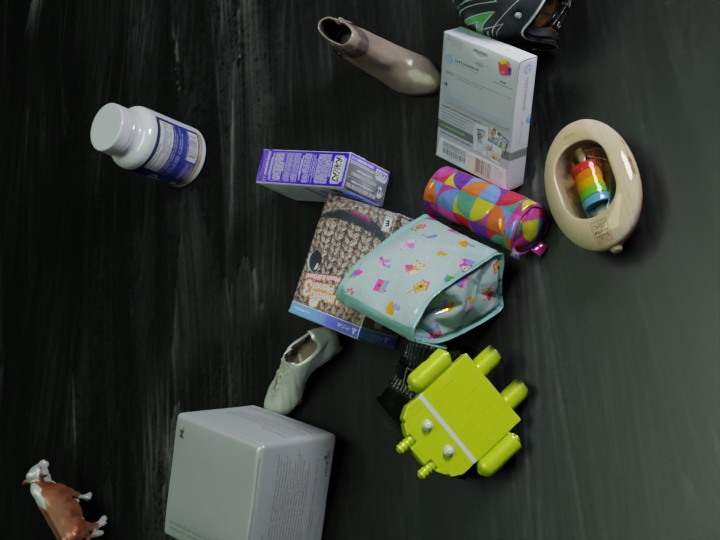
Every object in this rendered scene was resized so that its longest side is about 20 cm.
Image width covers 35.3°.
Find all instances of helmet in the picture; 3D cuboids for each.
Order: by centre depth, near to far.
[{"bbox_3d":[0.225,-0.422,1.648,0.199,0.190,0.202,-12,71,37],"label":"helmet"}]

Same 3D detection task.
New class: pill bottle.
[{"bbox_3d":[-0.396,-0.237,2.104,0.119,0.199,0.121,-12,70,36],"label":"pill bottle"}]

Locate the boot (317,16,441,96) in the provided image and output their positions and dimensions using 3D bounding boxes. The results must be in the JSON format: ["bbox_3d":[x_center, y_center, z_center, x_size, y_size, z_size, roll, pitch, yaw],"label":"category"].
[{"bbox_3d":[0.024,-0.348,1.823,0.199,0.146,0.071,27,93,40],"label":"boot"}]

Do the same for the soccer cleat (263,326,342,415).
[{"bbox_3d":[-0.109,0.163,1.835,0.200,0.077,0.070,-51,52,24],"label":"soccer cleat"}]

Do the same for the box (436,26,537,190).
[{"bbox_3d":[0.182,-0.239,1.668,0.155,0.041,0.202,32,133,40],"label":"box"}]

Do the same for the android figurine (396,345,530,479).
[{"bbox_3d":[0.138,0.202,1.573,0.199,0.041,0.183,-39,90,-12],"label":"android figurine"}]

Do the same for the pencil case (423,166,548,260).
[{"bbox_3d":[0.184,-0.086,1.664,0.199,0.088,0.089,31,98,41],"label":"pencil case"}]

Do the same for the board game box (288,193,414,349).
[{"bbox_3d":[0.000,0.000,1.781,0.158,0.096,0.202,18,89,41],"label":"board game box"}]

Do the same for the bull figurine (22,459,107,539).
[{"bbox_3d":[-0.547,0.440,2.095,0.065,0.121,0.200,-49,53,17],"label":"bull figurine"}]

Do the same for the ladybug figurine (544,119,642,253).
[{"bbox_3d":[0.327,-0.111,1.558,0.135,0.072,0.202,-26,62,31],"label":"ladybug figurine"}]

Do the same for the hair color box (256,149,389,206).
[{"bbox_3d":[-0.063,-0.154,1.867,0.199,0.109,0.066,9,82,40],"label":"hair color box"}]

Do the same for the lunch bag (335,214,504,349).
[{"bbox_3d":[0.085,0.027,1.633,0.170,0.199,0.123,28,136,39],"label":"lunch bag"}]

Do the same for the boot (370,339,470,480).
[{"bbox_3d":[0.112,0.188,1.650,0.211,0.079,0.159,39,103,39],"label":"boot"}]

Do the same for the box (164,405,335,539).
[{"bbox_3d":[-0.174,0.333,1.767,0.198,0.170,0.203,13,96,40],"label":"box"}]
